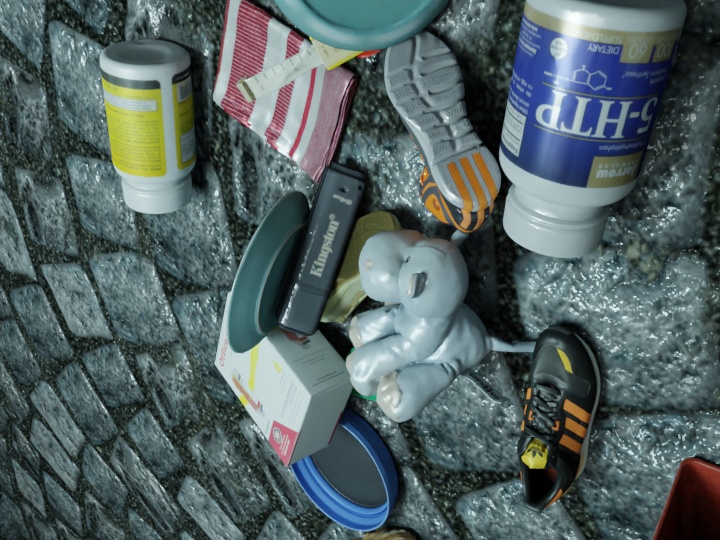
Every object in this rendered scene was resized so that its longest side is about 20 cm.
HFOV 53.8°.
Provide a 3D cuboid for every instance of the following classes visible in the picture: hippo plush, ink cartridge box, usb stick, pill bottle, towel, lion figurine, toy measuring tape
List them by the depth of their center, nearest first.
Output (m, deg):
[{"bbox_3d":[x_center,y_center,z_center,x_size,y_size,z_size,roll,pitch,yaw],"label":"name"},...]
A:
[{"bbox_3d":[0.176,-0.121,0.577,0.118,0.119,0.205,24,128,28],"label":"pill bottle"},{"bbox_3d":[-0.034,-0.233,0.705,0.196,0.074,0.075,-24,99,15],"label":"toy measuring tape"},{"bbox_3d":[0.057,0.050,0.724,0.197,0.160,0.163,22,147,32],"label":"hippo plush"},{"bbox_3d":[-0.046,-0.023,0.825,0.054,0.033,0.205,19,98,-4],"label":"usb stick"},{"bbox_3d":[-0.097,-0.214,0.834,0.199,0.023,0.146,38,132,19],"label":"towel"},{"bbox_3d":[-0.276,-0.187,0.940,0.112,0.114,0.205,25,127,28],"label":"pill bottle"},{"bbox_3d":[-0.110,0.134,0.965,0.200,0.082,0.148,46,134,30],"label":"ink cartridge box"},{"bbox_3d":[0.012,0.443,1.074,0.201,0.119,0.074,112,146,-57],"label":"lion figurine"}]

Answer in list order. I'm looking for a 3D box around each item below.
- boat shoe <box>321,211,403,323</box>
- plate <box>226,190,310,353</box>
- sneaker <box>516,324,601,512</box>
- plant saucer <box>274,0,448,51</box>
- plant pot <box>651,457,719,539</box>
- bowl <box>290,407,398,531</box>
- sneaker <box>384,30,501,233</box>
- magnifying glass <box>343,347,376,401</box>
[{"bbox_3d":[0.000,0.003,0.850,0.201,0.062,0.075,-48,38,41],"label":"boat shoe"},{"bbox_3d":[-0.097,0.006,0.838,0.025,0.201,0.204,20,128,13],"label":"plate"},{"bbox_3d":[0.200,0.160,0.736,0.069,0.090,0.205,14,123,34],"label":"sneaker"},{"bbox_3d":[0.005,-0.287,0.608,0.194,0.028,0.205,-4,124,-5],"label":"plant saucer"},{"bbox_3d":[0.356,0.334,0.639,0.196,0.200,0.180,17,135,33],"label":"plant pot"},{"bbox_3d":[-0.028,0.286,1.045,0.197,0.039,0.206,21,126,31],"label":"bowl"},{"bbox_3d":[0.071,-0.126,0.696,0.112,0.075,0.205,89,165,-71],"label":"sneaker"},{"bbox_3d":[-0.019,0.149,0.975,0.198,0.022,0.081,-25,96,44],"label":"magnifying glass"}]
